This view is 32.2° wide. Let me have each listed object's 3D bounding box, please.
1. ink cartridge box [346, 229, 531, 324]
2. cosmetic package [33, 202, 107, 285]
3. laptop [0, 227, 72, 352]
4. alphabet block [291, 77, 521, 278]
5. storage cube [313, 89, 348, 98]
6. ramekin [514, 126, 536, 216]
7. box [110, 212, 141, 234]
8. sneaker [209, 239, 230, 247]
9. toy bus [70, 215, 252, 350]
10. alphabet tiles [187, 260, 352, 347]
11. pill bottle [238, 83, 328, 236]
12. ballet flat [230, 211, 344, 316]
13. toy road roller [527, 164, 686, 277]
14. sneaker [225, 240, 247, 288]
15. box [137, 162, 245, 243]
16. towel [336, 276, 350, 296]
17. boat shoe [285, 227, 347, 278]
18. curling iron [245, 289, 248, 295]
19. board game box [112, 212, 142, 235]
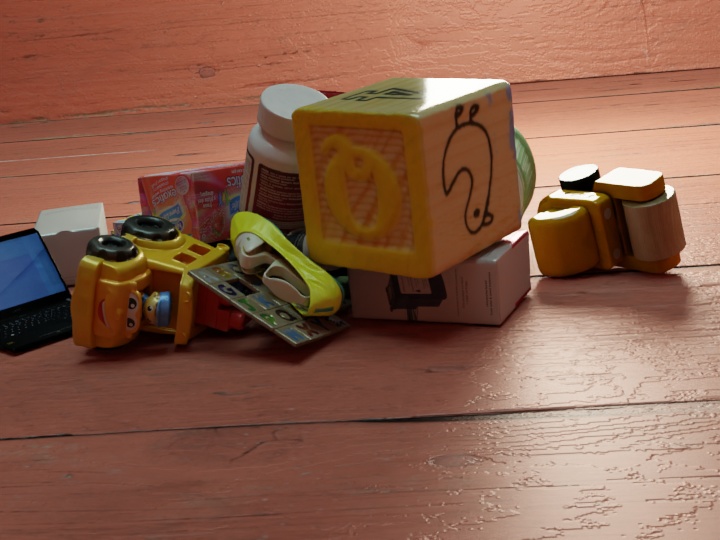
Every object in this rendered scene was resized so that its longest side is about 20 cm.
[{"bbox_3d":[0.100,0.003,1.563,0.197,0.086,0.145,2,17,24],"label":"ink cartridge box"},{"bbox_3d":[-0.443,-0.042,1.913,0.106,0.086,0.200,-8,16,-7],"label":"cosmetic package"},{"bbox_3d":[-0.441,0.021,1.645,0.198,0.105,0.176,9,21,43],"label":"laptop"},{"bbox_3d":[0.058,-0.118,1.495,0.194,0.198,0.199,6,22,38],"label":"alphabet block"},{"bbox_3d":[-0.013,-0.159,1.760,0.168,0.183,0.200,1,9,-22],"label":"storage cube"},{"bbox_3d":[0.156,-0.124,1.817,0.197,0.203,0.098,-2,22,10],"label":"ramekin"},{"bbox_3d":[-0.280,-0.065,2.019,0.197,0.050,0.160,-1,14,14],"label":"box"},{"bbox_3d":[-0.163,-0.014,1.742,0.086,0.075,0.199,8,20,37],"label":"sneaker"},{"bbox_3d":[-0.232,0.033,1.526,0.190,0.138,0.200,17,22,15],"label":"toy bus"},{"bbox_3d":[-0.093,0.031,1.517,0.166,0.008,0.199,32,20,20],"label":"alphabet tiles"},{"bbox_3d":[-0.094,-0.126,1.584,0.108,0.202,0.110,8,35,-6],"label":"pill bottle"},{"bbox_3d":[-0.105,-0.007,1.504,0.199,0.068,0.067,37,38,28],"label":"ballet flat"},{"bbox_3d":[0.314,-0.052,1.647,0.145,0.124,0.199,-31,24,-30],"label":"toy road roller"},{"bbox_3d":[-0.116,-0.012,1.665,0.197,0.067,0.090,-14,17,-12],"label":"sneaker"},{"bbox_3d":[-0.198,-0.094,1.701,0.101,0.096,0.199,0,9,32],"label":"box"},{"bbox_3d":[0.000,0.000,1.734,0.198,0.023,0.143,-18,20,-37],"label":"towel"},{"bbox_3d":[-0.029,-0.023,1.610,0.060,0.075,0.199,0,2,34],"label":"boat shoe"},{"bbox_3d":[-0.233,0.040,1.659,0.197,0.026,0.049,-4,-14,26],"label":"curling iron"},{"bbox_3d":[-0.251,-0.042,1.811,0.102,0.107,0.199,3,16,31],"label":"board game box"}]
